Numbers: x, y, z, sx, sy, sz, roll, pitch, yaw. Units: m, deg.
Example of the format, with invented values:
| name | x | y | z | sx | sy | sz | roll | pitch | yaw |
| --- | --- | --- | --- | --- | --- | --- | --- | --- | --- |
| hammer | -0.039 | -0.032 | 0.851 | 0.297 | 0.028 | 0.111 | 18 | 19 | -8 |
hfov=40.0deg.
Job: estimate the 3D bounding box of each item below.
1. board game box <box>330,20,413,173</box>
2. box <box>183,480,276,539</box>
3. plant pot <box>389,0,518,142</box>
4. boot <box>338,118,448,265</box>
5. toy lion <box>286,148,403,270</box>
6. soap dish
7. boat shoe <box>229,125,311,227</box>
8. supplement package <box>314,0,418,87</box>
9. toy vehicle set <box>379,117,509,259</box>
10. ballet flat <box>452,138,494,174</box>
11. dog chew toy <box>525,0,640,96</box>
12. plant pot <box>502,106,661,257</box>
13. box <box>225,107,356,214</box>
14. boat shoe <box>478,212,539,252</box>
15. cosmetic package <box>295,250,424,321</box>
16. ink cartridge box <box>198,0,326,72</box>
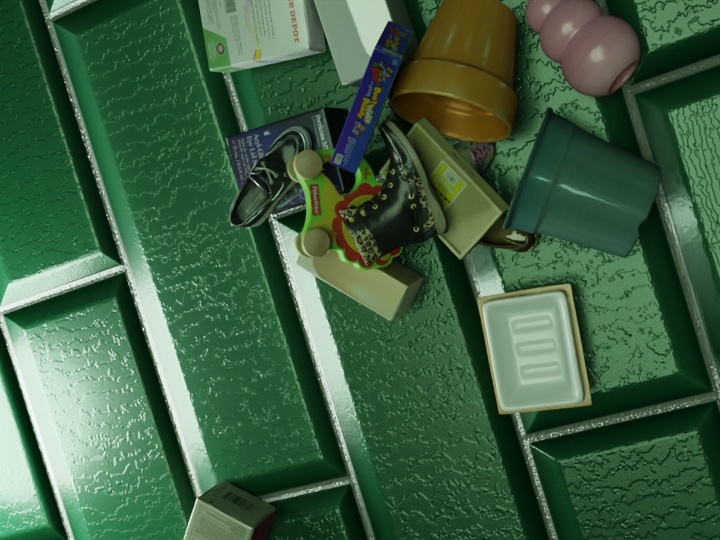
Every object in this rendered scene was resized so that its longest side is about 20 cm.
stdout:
| name | x | y | z | sx | sy | sz | roll | pitch | yaw |
| --- | --- | --- | --- | --- | --- | --- | --- | --- | --- |
| board game box | 0.018 | -0.269 | 1.534 | 0.044 | 0.135 | 0.201 | 22 | 123 | -2 |
| box | -0.260 | 0.524 | 1.872 | 0.127 | 0.109 | 0.202 | 24 | 105 | 15 |
| plant pot | 0.164 | -0.325 | 1.560 | 0.198 | 0.200 | 0.185 | 13 | 81 | 18 |
| boot | 0.036 | -0.119 | 1.553 | 0.150 | 0.073 | 0.201 | -27 | 104 | -1 |
| toy lion | -0.015 | -0.100 | 1.620 | 0.190 | 0.069 | 0.202 | -7 | 90 | -18 |
| soap dish | 0.289 | 0.128 | 1.629 | 0.156 | 0.081 | 0.202 | -10 | 94 | 21 |
| boat shoe | -0.155 | -0.154 | 1.650 | 0.072 | 0.068 | 0.200 | 43 | 109 | 10 |
| supplement package | 0.008 | -0.418 | 1.637 | 0.119 | 0.121 | 0.202 | -19 | 90 | 21 |
| toy vehicle set | 0.132 | -0.130 | 1.589 | 0.200 | 0.026 | 0.124 | 48 | 132 | 8 |
| ballet flat | 0.130 | -0.162 | 1.653 | 0.199 | 0.071 | 0.070 | -25 | 87 | 21 |
| dog chew toy | 0.334 | -0.363 | 1.528 | 0.200 | 0.124 | 0.125 | 48 | 110 | 16 |
| plant pot | 0.345 | -0.123 | 1.526 | 0.195 | 0.200 | 0.202 | 21 | 104 | 7 |
| box | -0.112 | -0.188 | 1.722 | 0.198 | 0.104 | 0.149 | -15 | 92 | 22 |
| boat shoe | 0.194 | -0.078 | 1.639 | 0.201 | 0.075 | 0.075 | 13 | 102 | 18 |
| cosmetic package | 0.000 | 0.000 | 1.708 | 0.199 | 0.105 | 0.072 | 30 | 108 | 13 |
| ink cartridge box | -0.170 | -0.435 | 1.720 | 0.198 | 0.084 | 0.146 | -7 | 95 | 21 |
